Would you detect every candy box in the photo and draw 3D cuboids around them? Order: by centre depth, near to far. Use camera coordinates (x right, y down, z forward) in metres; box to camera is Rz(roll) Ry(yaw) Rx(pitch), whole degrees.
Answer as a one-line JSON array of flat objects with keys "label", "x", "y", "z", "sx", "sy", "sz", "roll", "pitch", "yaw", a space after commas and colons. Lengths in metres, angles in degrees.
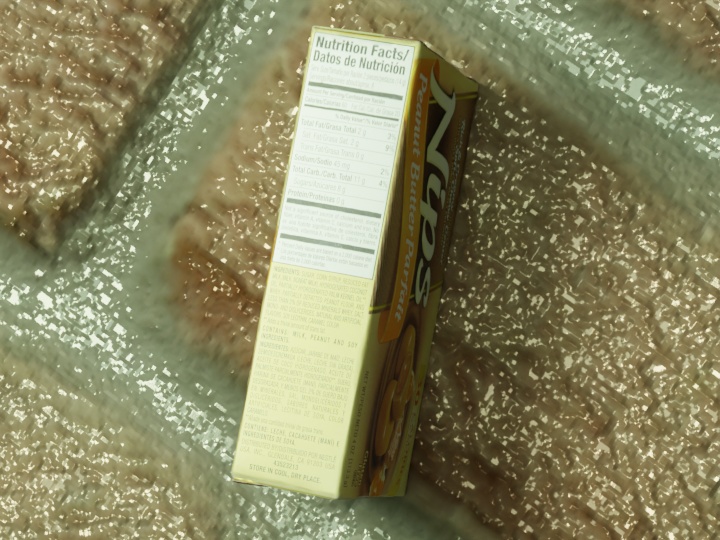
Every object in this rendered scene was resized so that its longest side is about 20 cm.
[{"label": "candy box", "x": 0.000, "y": 0.000, "z": 1.072, "sx": 0.055, "sy": 0.115, "sz": 0.201, "roll": 9, "pitch": 88, "yaw": 15}]
